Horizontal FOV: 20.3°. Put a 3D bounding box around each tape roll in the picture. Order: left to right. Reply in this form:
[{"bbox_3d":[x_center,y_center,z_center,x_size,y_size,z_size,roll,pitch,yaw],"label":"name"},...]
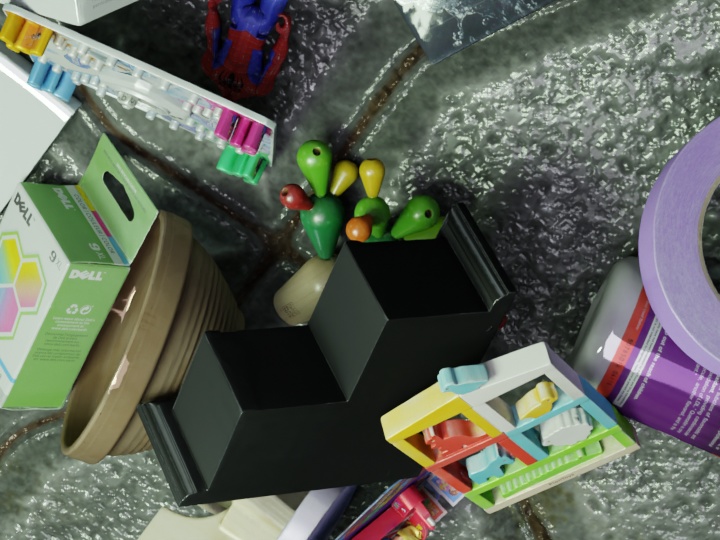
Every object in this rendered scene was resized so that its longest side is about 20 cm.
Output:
[{"bbox_3d":[0.297,-0.018,1.400,0.200,0.066,0.200,0,84,0],"label":"tape roll"}]

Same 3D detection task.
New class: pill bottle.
[{"bbox_3d":[0.260,0.075,1.479,0.200,0.112,0.113,24,117,2],"label":"pill bottle"}]

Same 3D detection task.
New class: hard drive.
[{"bbox_3d":[-0.333,-0.142,1.563,0.200,0.027,0.132,38,116,-5],"label":"hard drive"}]

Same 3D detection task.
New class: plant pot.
[{"bbox_3d":[-0.149,0.061,1.528,0.093,0.201,0.201,22,118,-15],"label":"plant pot"}]

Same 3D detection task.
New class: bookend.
[{"bbox_3d":[-0.027,0.059,1.397,0.200,0.092,0.199,-4,138,-30],"label":"bookend"}]

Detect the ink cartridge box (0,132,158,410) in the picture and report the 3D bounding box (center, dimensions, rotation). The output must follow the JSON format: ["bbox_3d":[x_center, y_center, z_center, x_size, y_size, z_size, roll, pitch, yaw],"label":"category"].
[{"bbox_3d":[-0.239,0.000,1.560,0.059,0.104,0.200,5,126,-40],"label":"ink cartridge box"}]

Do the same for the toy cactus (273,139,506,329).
[{"bbox_3d":[0.000,0.000,1.525,0.200,0.102,0.165,43,127,-19],"label":"toy cactus"}]

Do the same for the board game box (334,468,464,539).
[{"bbox_3d":[0.015,0.213,1.559,0.200,0.158,0.039,-46,79,15],"label":"board game box"}]

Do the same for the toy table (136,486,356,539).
[{"bbox_3d":[-0.085,0.188,1.586,0.117,0.184,0.200,35,150,6],"label":"toy table"}]

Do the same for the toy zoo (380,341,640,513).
[{"bbox_3d":[0.103,0.109,1.423,0.131,0.020,0.200,-26,145,18],"label":"toy zoo"}]

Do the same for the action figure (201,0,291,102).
[{"bbox_3d":[-0.078,-0.191,1.472,0.065,0.052,0.200,19,120,1],"label":"action figure"}]

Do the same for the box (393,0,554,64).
[{"bbox_3d":[0.089,-0.280,1.353,0.197,0.117,0.200,-26,107,22],"label":"box"}]

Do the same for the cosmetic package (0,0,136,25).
[{"bbox_3d":[-0.225,-0.296,1.365,0.199,0.123,0.200,20,128,37],"label":"cosmetic package"}]

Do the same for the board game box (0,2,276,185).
[{"bbox_3d":[-0.157,-0.121,1.438,0.200,0.200,0.026,24,84,-1],"label":"board game box"}]
